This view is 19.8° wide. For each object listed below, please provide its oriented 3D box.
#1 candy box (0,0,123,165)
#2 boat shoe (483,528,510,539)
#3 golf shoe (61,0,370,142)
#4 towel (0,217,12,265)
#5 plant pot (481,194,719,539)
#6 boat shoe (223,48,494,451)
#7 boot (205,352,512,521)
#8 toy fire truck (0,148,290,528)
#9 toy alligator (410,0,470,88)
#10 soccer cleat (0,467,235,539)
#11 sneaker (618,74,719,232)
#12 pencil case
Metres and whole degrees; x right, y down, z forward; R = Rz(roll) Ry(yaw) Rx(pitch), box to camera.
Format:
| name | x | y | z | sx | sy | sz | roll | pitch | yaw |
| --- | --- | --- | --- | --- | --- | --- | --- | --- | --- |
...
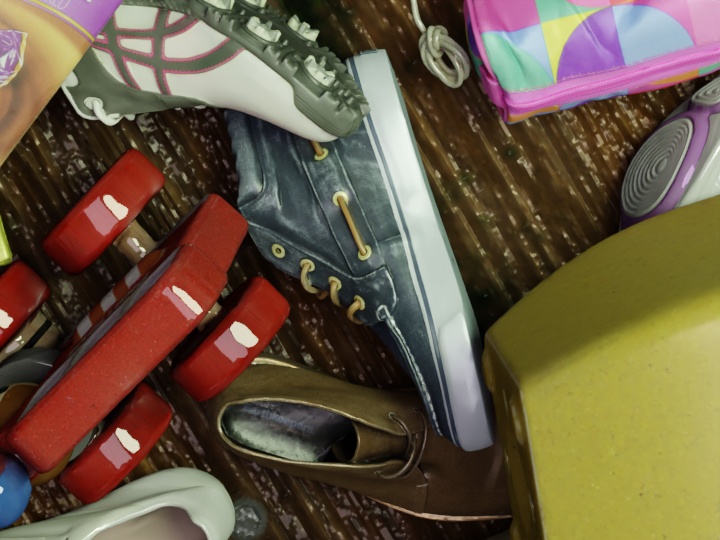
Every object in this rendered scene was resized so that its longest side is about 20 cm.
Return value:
| name | x | y | z | sx | sy | sz | roll | pitch | yaw |
| --- | --- | --- | --- | --- | --- | --- | --- | --- | --- |
| candy box | -0.157 | -0.146 | 0.889 | 0.116 | 0.056 | 0.201 | 39 | 80 | -25 |
| boat shoe | 0.133 | 0.145 | 1.033 | 0.197 | 0.074 | 0.067 | -18 | 89 | -10 |
| golf shoe | -0.088 | -0.102 | 0.979 | 0.199 | 0.077 | 0.089 | 30 | 104 | 15 |
| towel | -0.232 | -0.086 | 0.986 | 0.085 | 0.018 | 0.202 | -18 | 83 | 4 |
| plant pot | 0.162 | 0.073 | 0.900 | 0.198 | 0.194 | 0.198 | -10 | 102 | -3 |
| boat shoe | 0.000 | 0.000 | 0.999 | 0.090 | 0.071 | 0.202 | -18 | 80 | 6 |
| boot | 0.020 | 0.089 | 1.020 | 0.198 | 0.075 | 0.074 | 10 | 95 | -6 |
| toy fire truck | -0.129 | 0.046 | 0.950 | 0.200 | 0.168 | 0.112 | -42 | 98 | 17 |
| toy alligator | 0.003 | -0.182 | 0.993 | 0.201 | 0.059 | 0.054 | 54 | 52 | -8 |
| soccer cleat | -0.155 | 0.156 | 1.018 | 0.199 | 0.078 | 0.070 | -28 | 99 | 2 |
| sneaker | 0.172 | -0.002 | 1.024 | 0.099 | 0.075 | 0.202 | 15 | 103 | -17 |
| pencil case | 0.147 | -0.128 | 0.978 | 0.198 | 0.088 | 0.089 | -13 | 99 | 9 |
